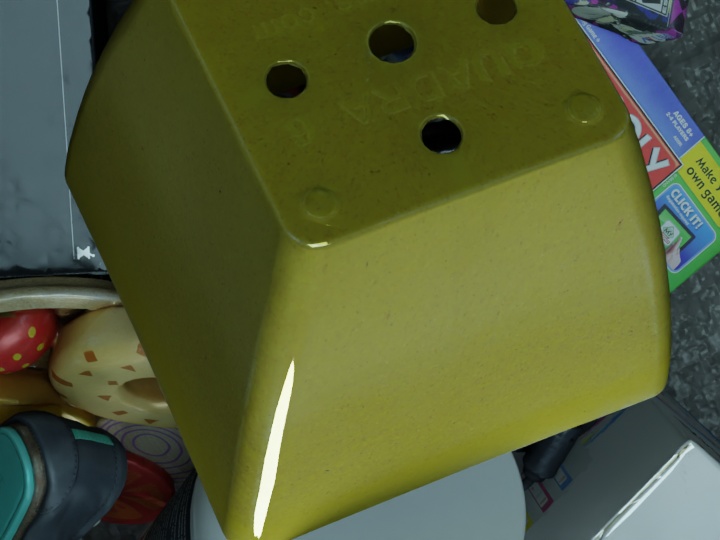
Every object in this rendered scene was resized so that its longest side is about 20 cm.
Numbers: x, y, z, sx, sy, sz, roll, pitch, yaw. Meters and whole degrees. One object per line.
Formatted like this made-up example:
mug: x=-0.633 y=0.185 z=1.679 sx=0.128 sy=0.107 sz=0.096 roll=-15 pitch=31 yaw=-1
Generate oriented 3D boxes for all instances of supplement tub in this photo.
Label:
supplement tub: x=-0.021 y=0.133 z=1.059 sx=0.140 sy=0.200 sz=0.141 roll=9 pitch=62 yaw=-17

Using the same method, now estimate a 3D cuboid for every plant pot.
plant pot: x=0.006 y=-0.042 z=0.927 sx=0.200 sy=0.176 sz=0.200 roll=-20 pitch=64 yaw=-14

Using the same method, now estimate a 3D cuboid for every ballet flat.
ballet flat: x=-0.163 y=0.129 z=1.082 sx=0.073 sy=0.073 sz=0.200 roll=26 pitch=133 yaw=-16

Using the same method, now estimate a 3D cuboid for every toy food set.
toy food set: x=-0.140 y=0.067 z=1.092 sx=0.200 sy=0.049 sz=0.198 roll=-2 pitch=149 yaw=-9

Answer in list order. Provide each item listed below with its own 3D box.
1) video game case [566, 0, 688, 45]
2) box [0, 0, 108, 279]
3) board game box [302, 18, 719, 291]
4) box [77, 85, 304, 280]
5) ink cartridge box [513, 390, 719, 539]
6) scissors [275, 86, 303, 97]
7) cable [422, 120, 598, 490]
video game case: x=0.084 y=-0.221 z=1.046 sx=0.181 sy=0.036 sz=0.200 roll=18 pitch=79 yaw=-33
box: x=-0.183 y=-0.098 z=1.052 sx=0.141 sy=0.079 sz=0.200 roll=-2 pitch=100 yaw=1
board game box: x=0.080 y=-0.059 z=1.109 sx=0.135 sy=0.029 sz=0.200 roll=-40 pitch=111 yaw=-1
box: x=-0.004 y=-0.026 z=1.143 sx=0.193 sy=0.048 sz=0.200 roll=32 pitch=97 yaw=-19
ink cartridge box: x=0.135 y=0.137 z=1.135 sx=0.129 sy=0.200 sz=0.125 roll=41 pitch=95 yaw=-19
scissors: x=0.000 y=0.000 z=1.119 sx=0.073 sy=0.014 sz=0.200 roll=-41 pitch=106 yaw=0
cable: x=0.038 y=0.010 z=1.077 sx=0.200 sy=0.051 sz=0.163 roll=35 pitch=117 yaw=-13
